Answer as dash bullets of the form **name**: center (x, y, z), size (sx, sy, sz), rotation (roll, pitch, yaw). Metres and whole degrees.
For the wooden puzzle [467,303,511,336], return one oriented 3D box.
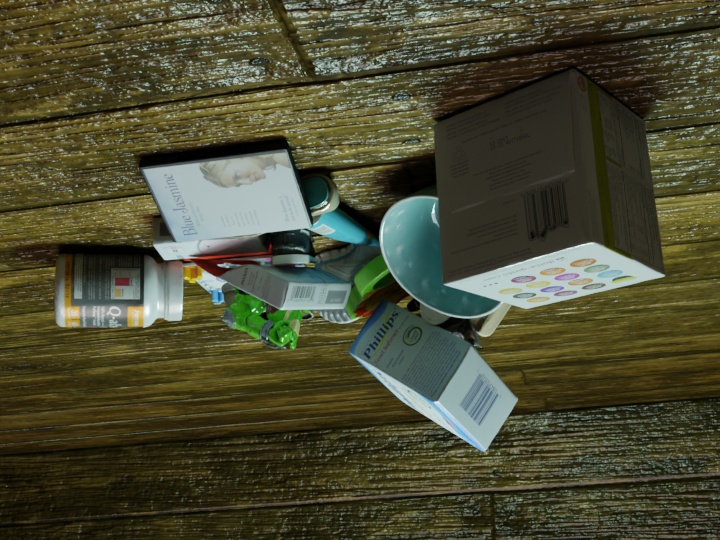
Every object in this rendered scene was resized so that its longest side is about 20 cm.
- **wooden puzzle**: center (0.222, 0.007, 1.609), size (0.046, 0.187, 0.200), rotation (33, 178, 18)

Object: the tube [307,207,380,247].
- **tube**: center (-0.032, -0.064, 1.512), size (0.076, 0.051, 0.199), rotation (21, 177, 27)

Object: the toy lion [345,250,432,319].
- **toy lion**: center (0.049, 0.013, 1.604), size (0.190, 0.069, 0.199), rotation (-34, 163, 16)

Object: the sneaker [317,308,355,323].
- **sneaker**: center (0.008, 0.042, 1.810), size (0.197, 0.076, 0.082), rotation (-10, -172, 30)

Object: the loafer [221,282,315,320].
- **loafer**: center (-0.158, 0.067, 1.776), size (0.198, 0.071, 0.075), rotation (12, 159, -41)

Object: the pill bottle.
- **pill bottle**: center (-0.384, 0.032, 1.644), size (0.196, 0.119, 0.116), rotation (1, 163, -12)

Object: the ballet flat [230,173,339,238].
- **ballet flat**: center (-0.120, -0.087, 1.406), size (0.196, 0.071, 0.069), rotation (-9, 162, 15)

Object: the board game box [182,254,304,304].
- **board game box**: center (-0.188, 0.017, 1.778), size (0.196, 0.026, 0.200), rotation (-5, 164, 7)

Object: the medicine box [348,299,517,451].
- **medicine box**: center (0.112, 0.159, 1.579), size (0.199, 0.104, 0.182), rotation (26, 166, 44)

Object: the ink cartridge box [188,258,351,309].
- **ink cartridge box**: center (-0.135, 0.002, 1.548), size (0.198, 0.048, 0.159), rotation (26, -166, 32)

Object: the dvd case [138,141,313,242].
- **dvd case**: center (-0.171, -0.098, 1.329), size (0.196, 0.018, 0.144), rotation (-6, 139, 10)

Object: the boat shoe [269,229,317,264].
- **boat shoe**: center (-0.101, -0.040, 1.550), size (0.074, 0.062, 0.200), rotation (-1, -179, -6)

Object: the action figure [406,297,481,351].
- **action figure**: center (0.140, 0.077, 1.662), size (0.069, 0.131, 0.200), rotation (-40, 160, 5)

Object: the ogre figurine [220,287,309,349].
- **ogre figurine**: center (-0.145, 0.054, 1.640), size (0.118, 0.202, 0.099), rotation (11, 137, 7)

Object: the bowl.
- **bowl**: center (0.135, -0.047, 1.417), size (0.198, 0.105, 0.203), rotation (21, 137, 20)

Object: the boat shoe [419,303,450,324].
- **boat shoe**: center (0.157, -0.008, 1.520), size (0.072, 0.204, 0.060), rotation (32, -176, 21)

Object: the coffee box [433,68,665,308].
- **coffee box**: center (0.223, -0.084, 1.224), size (0.197, 0.204, 0.196), rotation (-16, 160, 37)

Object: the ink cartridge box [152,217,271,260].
- **ink cartridge box**: center (-0.218, -0.033, 1.582), size (0.159, 0.058, 0.201), rotation (-4, 158, 3)

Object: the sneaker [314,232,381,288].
- **sneaker**: center (0.000, 0.000, 1.660), size (0.074, 0.088, 0.199), rotation (13, 155, -36)
